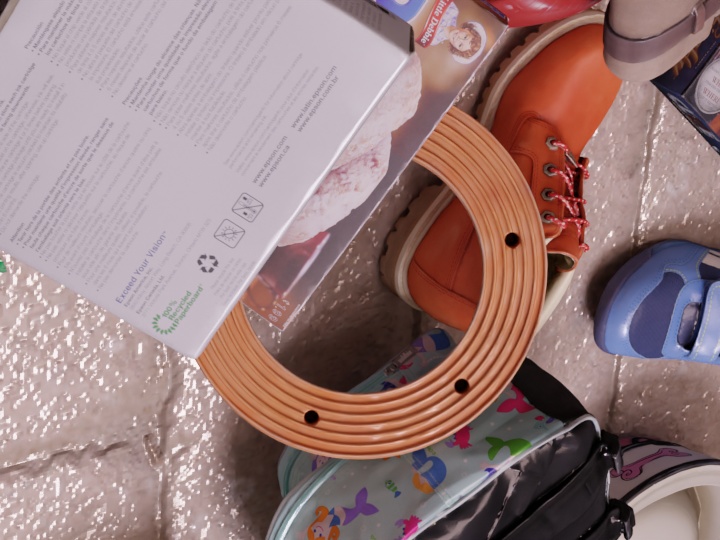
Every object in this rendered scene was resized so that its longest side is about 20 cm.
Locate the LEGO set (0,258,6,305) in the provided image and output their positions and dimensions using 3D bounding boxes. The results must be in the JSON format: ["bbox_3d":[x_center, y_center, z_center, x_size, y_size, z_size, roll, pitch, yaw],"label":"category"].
[{"bbox_3d":[-0.247,0.054,0.961,0.200,0.116,0.154,-44,134,-1],"label":"LEGO set"}]

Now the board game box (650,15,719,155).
[{"bbox_3d":[0.276,-0.118,1.340,0.136,0.035,0.200,-53,134,-1],"label":"board game box"}]

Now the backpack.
[{"bbox_3d":[0.036,0.146,1.216,0.200,0.150,0.178,-41,147,-18],"label":"backpack"}]

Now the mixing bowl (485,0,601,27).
[{"bbox_3d":[0.087,-0.204,1.094,0.199,0.108,0.201,-18,124,-29],"label":"mixing bowl"}]

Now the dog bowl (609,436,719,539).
[{"bbox_3d":[0.178,0.199,1.418,0.199,0.074,0.201,-18,124,-29],"label":"dog bowl"}]

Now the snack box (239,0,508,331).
[{"bbox_3d":[-0.011,-0.067,1.082,0.072,0.024,0.200,35,108,-5],"label":"snack box"}]

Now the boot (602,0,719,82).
[{"bbox_3d":[0.143,-0.149,1.027,0.200,0.070,0.147,-31,152,-31],"label":"boot"}]

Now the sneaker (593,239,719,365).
[{"bbox_3d":[0.236,0.028,1.360,0.199,0.082,0.074,-4,118,-34],"label":"sneaker"}]

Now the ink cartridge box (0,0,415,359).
[{"bbox_3d":[-0.110,-0.082,0.994,0.199,0.041,0.200,30,115,-15],"label":"ink cartridge box"}]

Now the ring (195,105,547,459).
[{"bbox_3d":[0.000,0.000,1.135,0.199,0.019,0.202,0,96,-4],"label":"ring"}]

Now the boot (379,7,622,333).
[{"bbox_3d":[0.105,-0.049,1.198,0.075,0.107,0.201,29,93,-42],"label":"boot"}]
